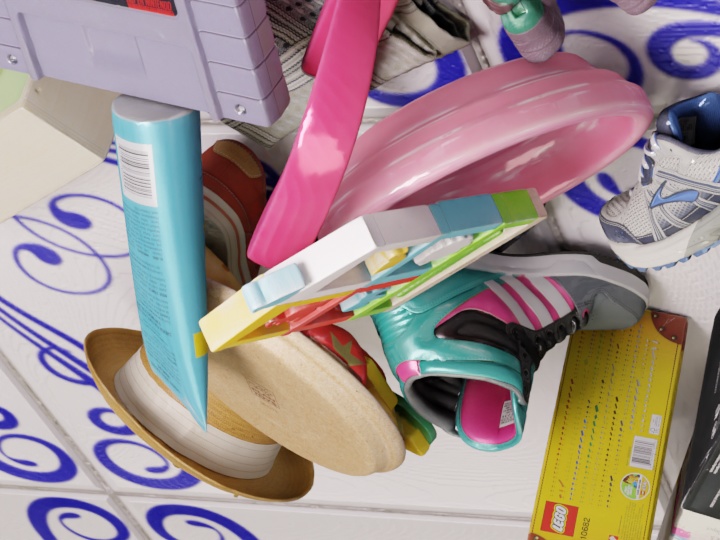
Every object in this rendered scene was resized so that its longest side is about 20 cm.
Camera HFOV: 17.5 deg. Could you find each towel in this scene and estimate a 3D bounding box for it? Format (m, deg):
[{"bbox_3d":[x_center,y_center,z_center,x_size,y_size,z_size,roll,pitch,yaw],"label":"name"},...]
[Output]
[{"bbox_3d":[-0.066,-0.147,1.329,0.192,0.035,0.199,35,144,-27],"label":"towel"}]

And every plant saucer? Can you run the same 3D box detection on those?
[{"bbox_3d":[0.064,-0.065,1.301,0.199,0.051,0.201,-22,169,-5],"label":"plant saucer"}]

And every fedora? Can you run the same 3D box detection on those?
[{"bbox_3d":[-0.095,0.076,1.618,0.200,0.201,0.082,30,108,-22],"label":"fedora"}]

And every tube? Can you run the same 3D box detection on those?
[{"bbox_3d":[-0.114,-0.007,1.370,0.050,0.077,0.201,-12,121,-19],"label":"tube"}]

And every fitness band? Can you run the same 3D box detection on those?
[{"bbox_3d":[-0.021,-0.081,1.249,0.037,0.145,0.200,19,154,-4],"label":"fitness band"}]

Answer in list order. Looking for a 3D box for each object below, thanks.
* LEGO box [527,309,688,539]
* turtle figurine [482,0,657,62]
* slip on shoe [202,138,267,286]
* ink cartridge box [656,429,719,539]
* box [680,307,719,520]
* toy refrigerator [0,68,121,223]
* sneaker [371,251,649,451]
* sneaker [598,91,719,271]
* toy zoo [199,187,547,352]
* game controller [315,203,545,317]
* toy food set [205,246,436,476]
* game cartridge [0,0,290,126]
[{"bbox_3d":[0.156,0.144,1.528,0.077,0.201,0.149,11,148,7],"label":"LEGO box"},{"bbox_3d":[0.062,-0.181,1.160,0.149,0.101,0.200,-5,151,39],"label":"turtle figurine"},{"bbox_3d":[-0.088,-0.027,1.505,0.074,0.061,0.200,33,162,8],"label":"slip on shoe"},{"bbox_3d":[0.266,0.176,1.587,0.116,0.068,0.201,16,124,2],"label":"ink cartridge box"},{"bbox_3d":[0.313,0.083,1.407,0.198,0.149,0.125,17,148,0],"label":"box"},{"bbox_3d":[-0.229,-0.084,1.466,0.070,0.076,0.199,33,146,-26],"label":"toy refrigerator"},{"bbox_3d":[0.098,0.051,1.438,0.198,0.122,0.084,5,156,-25],"label":"sneaker"},{"bbox_3d":[0.194,-0.060,1.322,0.086,0.077,0.200,57,151,-9],"label":"sneaker"},{"bbox_3d":[0.000,0.000,1.278,0.131,0.021,0.199,-32,168,36],"label":"toy zoo"},{"bbox_3d":[0.033,-0.030,1.476,0.104,0.042,0.200,39,144,-8],"label":"game controller"},{"bbox_3d":[-0.049,0.059,1.465,0.199,0.049,0.198,21,155,39],"label":"toy food set"},{"bbox_3d":[-0.140,-0.152,1.291,0.199,0.038,0.130,14,142,29],"label":"game cartridge"}]
